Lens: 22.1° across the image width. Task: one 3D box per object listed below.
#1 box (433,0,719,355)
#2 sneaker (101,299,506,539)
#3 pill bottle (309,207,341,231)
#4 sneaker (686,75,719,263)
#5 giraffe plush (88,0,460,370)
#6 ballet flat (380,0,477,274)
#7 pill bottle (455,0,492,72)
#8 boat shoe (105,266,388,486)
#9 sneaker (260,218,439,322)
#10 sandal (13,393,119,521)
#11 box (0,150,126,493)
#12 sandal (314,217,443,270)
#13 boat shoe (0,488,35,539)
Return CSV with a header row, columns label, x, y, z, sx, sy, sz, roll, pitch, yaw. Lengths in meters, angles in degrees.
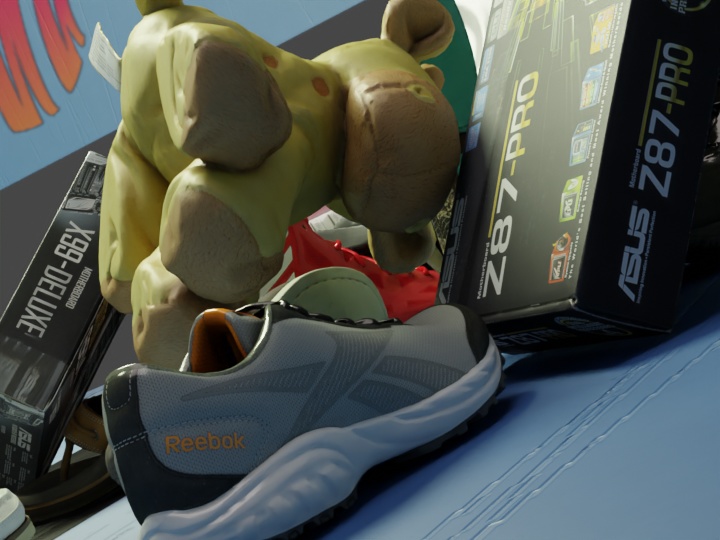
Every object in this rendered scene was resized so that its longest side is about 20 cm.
label,x,y,z,sx,sy,sz,roll,pitch,yaw
box,0.093,-0.070,0.760,0.049,0.201,0.161,14,-9,-14
sneaker,-0.014,0.040,0.652,0.074,0.080,0.200,-25,0,35
pill bottle,-0.032,0.009,1.198,0.199,0.115,0.114,-25,2,-14
sneaker,0.177,-0.061,0.870,0.076,0.091,0.200,-15,9,47
giraffe plush,-0.026,-0.054,0.833,0.161,0.200,0.173,3,-50,-22
ballet flat,0.041,-0.060,1.004,0.068,0.201,0.075,-5,-19,-48
pill bottle,0.109,-0.089,1.128,0.111,0.112,0.200,-23,-34,35
boat shoe,-0.049,0.051,0.881,0.060,0.072,0.201,-18,7,30
sneaker,0.000,0.000,1.014,0.078,0.116,0.200,-22,2,45
sandal,-0.134,0.091,1.050,0.082,0.055,0.200,-25,-4,-45
box,-0.184,0.040,1.125,0.200,0.050,0.158,119,175,-64
sandal,0.018,-0.025,1.094,0.199,0.048,0.075,-9,-28,10
boat shoe,-0.248,0.143,0.872,0.199,0.069,0.075,-25,2,-37
